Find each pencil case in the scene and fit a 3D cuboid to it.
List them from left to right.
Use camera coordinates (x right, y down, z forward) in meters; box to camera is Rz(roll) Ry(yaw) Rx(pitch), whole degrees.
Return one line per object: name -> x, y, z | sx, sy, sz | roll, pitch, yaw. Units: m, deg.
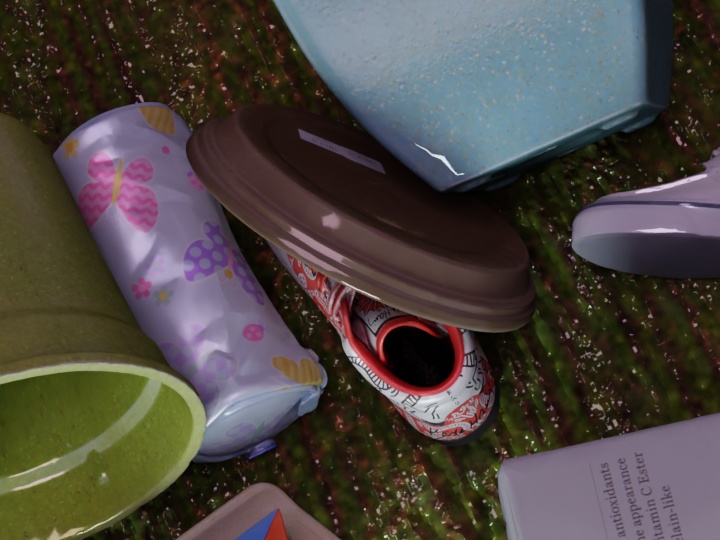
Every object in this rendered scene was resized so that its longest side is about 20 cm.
pencil case -> -0.098, 0.005, 1.073 | 0.090, 0.083, 0.201 | -29, 72, -5

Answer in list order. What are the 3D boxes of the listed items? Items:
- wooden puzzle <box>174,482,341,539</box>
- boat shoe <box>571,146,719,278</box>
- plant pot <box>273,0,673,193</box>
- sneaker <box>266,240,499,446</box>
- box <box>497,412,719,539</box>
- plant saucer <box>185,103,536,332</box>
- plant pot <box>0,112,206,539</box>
wooden puzzle -> -0.048, 0.201, 0.968 | 0.185, 0.046, 0.200 | -34, 51, -28
boat shoe -> 0.210, -0.037, 1.038 | 0.199, 0.074, 0.066 | -1, 70, 0
plant pot -> 0.065, -0.151, 1.022 | 0.195, 0.196, 0.201 | -22, 87, 15
sneaker -> 0.001, 0.000, 1.042 | 0.067, 0.108, 0.202 | -36, 71, 0
box -> 0.149, 0.197, 0.896 | 0.130, 0.200, 0.200 | -12, 63, 2
plant saucer -> 0.006, -0.033, 1.006 | 0.200, 0.200, 0.030 | 32, 109, 17
plant pot -> -0.200, 0.026, 1.002 | 0.200, 0.201, 0.185 | -23, 61, 4
